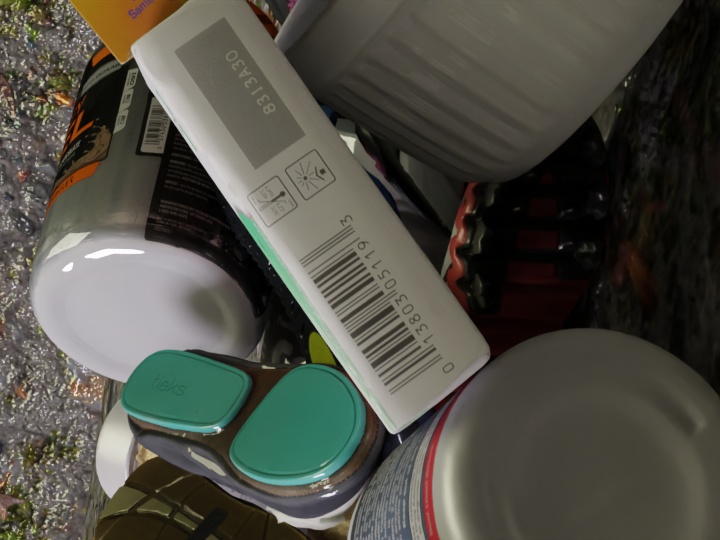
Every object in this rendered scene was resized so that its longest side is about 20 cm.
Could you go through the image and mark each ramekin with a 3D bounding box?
[{"bbox_3d":[0.061,-0.129,0.746,0.201,0.105,0.200,-52,11,14],"label":"ramekin"}]

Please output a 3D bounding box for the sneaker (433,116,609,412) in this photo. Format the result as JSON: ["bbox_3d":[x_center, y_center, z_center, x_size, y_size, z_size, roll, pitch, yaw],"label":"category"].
[{"bbox_3d":[0.062,0.013,0.866,0.098,0.070,0.202,-130,47,-69],"label":"sneaker"}]

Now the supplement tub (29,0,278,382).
[{"bbox_3d":[-0.098,-0.050,0.990,0.123,0.121,0.201,112,169,-47],"label":"supplement tub"}]

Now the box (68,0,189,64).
[{"bbox_3d":[-0.036,-0.150,0.736,0.119,0.042,0.200,-38,10,18],"label":"box"}]

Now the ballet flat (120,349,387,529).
[{"bbox_3d":[-0.035,0.076,0.838,0.199,0.073,0.074,9,92,55],"label":"ballet flat"}]

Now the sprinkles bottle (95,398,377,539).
[{"bbox_3d":[-0.044,0.112,0.942,0.199,0.068,0.069,15,100,38],"label":"sprinkles bottle"}]

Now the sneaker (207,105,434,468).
[{"bbox_3d":[0.000,0.000,0.863,0.201,0.078,0.066,61,155,29],"label":"sneaker"}]

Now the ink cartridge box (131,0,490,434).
[{"bbox_3d":[-0.019,-0.014,0.726,0.161,0.050,0.200,55,174,4],"label":"ink cartridge box"}]

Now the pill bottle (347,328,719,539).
[{"bbox_3d":[0.059,0.107,0.724,0.200,0.119,0.121,129,146,-65],"label":"pill bottle"}]

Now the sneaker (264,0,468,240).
[{"bbox_3d":[0.036,-0.090,0.890,0.200,0.086,0.080,55,176,-32],"label":"sneaker"}]

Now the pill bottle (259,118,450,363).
[{"bbox_3d":[0.005,0.025,1.015,0.113,0.112,0.202,-135,52,-73],"label":"pill bottle"}]

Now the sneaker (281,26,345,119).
[{"bbox_3d":[0.000,-0.103,1.097,0.081,0.073,0.202,-100,-3,-73],"label":"sneaker"}]

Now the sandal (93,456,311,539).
[{"bbox_3d":[-0.059,0.148,0.868,0.080,0.054,0.200,-46,35,-10],"label":"sandal"}]

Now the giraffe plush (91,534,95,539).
[{"bbox_3d":[-0.106,0.198,1.199,0.173,0.161,0.202,-53,-37,-67],"label":"giraffe plush"}]
